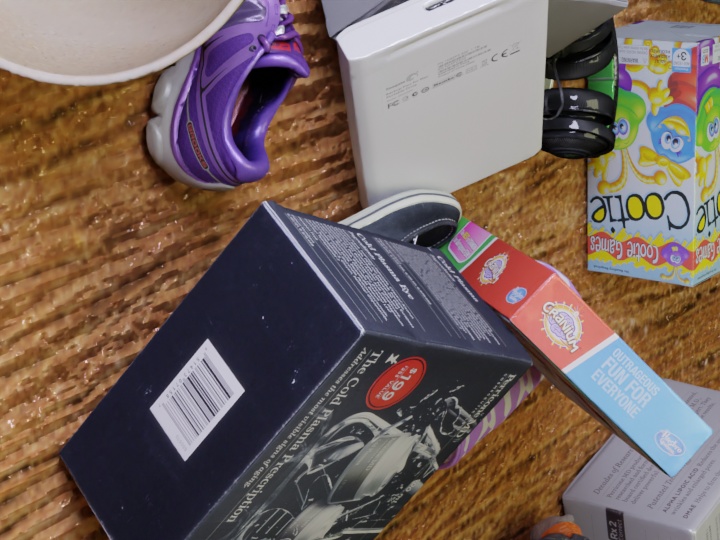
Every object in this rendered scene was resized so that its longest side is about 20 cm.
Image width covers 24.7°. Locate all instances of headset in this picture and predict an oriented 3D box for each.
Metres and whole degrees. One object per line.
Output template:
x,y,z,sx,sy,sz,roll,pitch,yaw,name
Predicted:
0.142,-0.141,1.214,0.200,0.093,0.124,-28,118,-65,headset

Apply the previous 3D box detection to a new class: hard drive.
0.055,-0.110,1.041,0.131,0.026,0.200,-24,155,-7,hard drive

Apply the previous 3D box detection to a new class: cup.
-0.117,-0.199,0.792,0.143,0.199,0.201,-52,143,-72,cup

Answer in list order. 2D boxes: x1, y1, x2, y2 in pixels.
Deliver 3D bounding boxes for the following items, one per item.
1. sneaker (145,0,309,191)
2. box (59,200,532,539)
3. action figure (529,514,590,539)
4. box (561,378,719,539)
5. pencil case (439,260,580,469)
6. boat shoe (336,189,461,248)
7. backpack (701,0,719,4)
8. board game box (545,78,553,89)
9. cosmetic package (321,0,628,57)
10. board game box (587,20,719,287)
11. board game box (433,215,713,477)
-0.059,-0.143,0.950,0.080,0.083,0.201,10,89,-55,sneaker
-0.034,0.079,0.944,0.200,0.104,0.182,-50,150,19,box
0.196,0.280,1.330,0.199,0.194,0.105,19,123,-42,action figure
0.295,0.240,1.491,0.200,0.130,0.200,-41,129,-41,box
0.088,0.070,1.210,0.200,0.084,0.086,-37,165,-41,pencil case
0.000,0.000,1.063,0.200,0.062,0.075,-23,161,-45,boat shoe
0.317,-0.298,1.354,0.200,0.175,0.154,10,86,-50,backpack
0.095,-0.230,1.190,0.200,0.026,0.201,12,89,-54,board game box
0.068,-0.203,1.048,0.199,0.090,0.107,1,68,-43,cosmetic package
0.258,-0.101,1.379,0.103,0.104,0.201,-22,115,-49,board game box
0.130,0.045,1.076,0.153,0.200,0.040,44,89,-18,board game box
